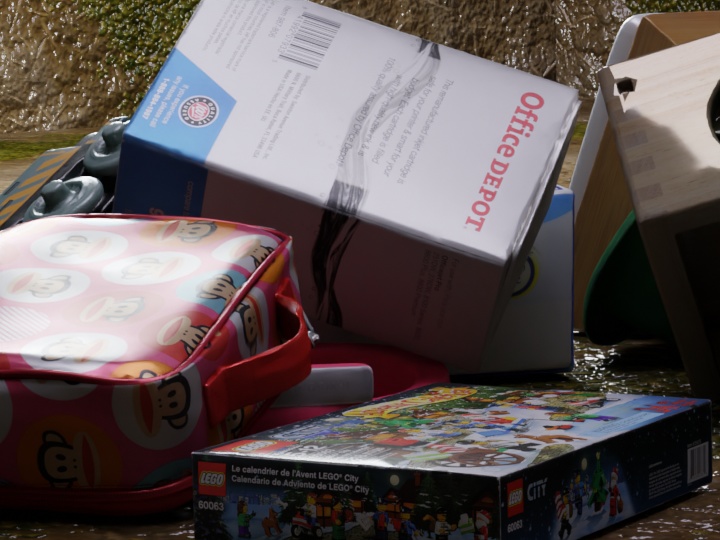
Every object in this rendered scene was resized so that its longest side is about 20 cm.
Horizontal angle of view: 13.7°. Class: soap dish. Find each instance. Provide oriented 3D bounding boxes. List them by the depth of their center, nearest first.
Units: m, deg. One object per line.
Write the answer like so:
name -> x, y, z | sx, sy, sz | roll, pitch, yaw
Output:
soap dish -> 0.202, -0.055, 1.771 | 0.157, 0.200, 0.081 | -6, 31, -43

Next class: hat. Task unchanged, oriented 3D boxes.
hat -> 0.234, 0.027, 1.621 | 0.176, 0.166, 0.200 | 40, 44, 22

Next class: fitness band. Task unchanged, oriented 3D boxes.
fitness band -> -0.055, 0.059, 1.450 | 0.200, 0.037, 0.144 | -1, 4, -8

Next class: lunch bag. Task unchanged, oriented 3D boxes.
lunch bag -> -0.103, 0.036, 1.295 | 0.176, 0.082, 0.200 | 0, 21, 19

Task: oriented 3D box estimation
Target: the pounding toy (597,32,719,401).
pounding toy -> 0.218, -0.068, 1.444 | 0.184, 0.142, 0.200 | -16, -39, 7

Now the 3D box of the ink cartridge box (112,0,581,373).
ink cartridge box -> -0.006, -0.050, 1.491 | 0.200, 0.084, 0.145 | 19, 44, 7

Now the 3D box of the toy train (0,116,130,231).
toy train -> -0.164, -0.009, 1.562 | 0.114, 0.085, 0.200 | -2, 38, 43

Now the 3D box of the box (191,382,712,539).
box -> 0.042, 0.080, 1.214 | 0.137, 0.038, 0.200 | 3, 7, 29

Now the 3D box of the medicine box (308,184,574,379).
medicine box -> 0.000, 0.000, 1.646 | 0.182, 0.103, 0.200 | -3, 7, -17
